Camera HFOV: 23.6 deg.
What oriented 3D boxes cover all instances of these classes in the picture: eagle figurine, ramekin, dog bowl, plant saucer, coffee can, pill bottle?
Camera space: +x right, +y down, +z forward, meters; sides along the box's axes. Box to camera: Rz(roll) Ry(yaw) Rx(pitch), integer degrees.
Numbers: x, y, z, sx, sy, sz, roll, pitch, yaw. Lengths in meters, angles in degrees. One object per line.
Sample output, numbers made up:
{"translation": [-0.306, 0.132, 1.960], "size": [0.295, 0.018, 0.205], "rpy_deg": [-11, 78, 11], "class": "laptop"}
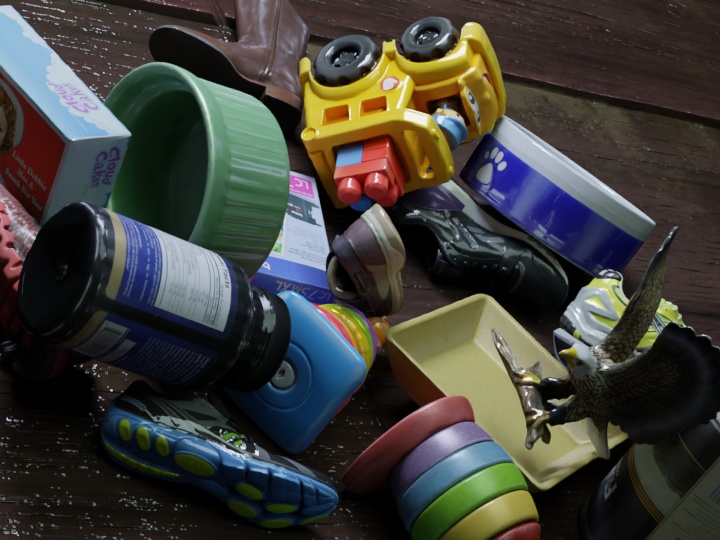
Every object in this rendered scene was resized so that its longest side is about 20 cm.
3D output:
{"translation": [0.219, 0.077, 1.463], "size": [0.152, 0.200, 0.151], "rpy_deg": [59, 20, -1], "class": "eagle figurine"}
{"translation": [-0.150, -0.072, 1.485], "size": [0.098, 0.200, 0.200], "rpy_deg": [8, 41, -41], "class": "ramekin"}
{"translation": [0.204, -0.074, 1.789], "size": [0.200, 0.079, 0.200], "rpy_deg": [34, 9, -6], "class": "dog bowl"}
{"translation": [0.127, 0.120, 1.574], "size": [0.200, 0.048, 0.200], "rpy_deg": [44, 29, 17], "class": "plant saucer"}
{"translation": [0.306, 0.187, 1.515], "size": [0.146, 0.200, 0.146], "rpy_deg": [21, 36, -17], "class": "coffee can"}
{"translation": [-0.155, 0.029, 1.341], "size": [0.200, 0.112, 0.112], "rpy_deg": [23, 33, -38], "class": "pill bottle"}

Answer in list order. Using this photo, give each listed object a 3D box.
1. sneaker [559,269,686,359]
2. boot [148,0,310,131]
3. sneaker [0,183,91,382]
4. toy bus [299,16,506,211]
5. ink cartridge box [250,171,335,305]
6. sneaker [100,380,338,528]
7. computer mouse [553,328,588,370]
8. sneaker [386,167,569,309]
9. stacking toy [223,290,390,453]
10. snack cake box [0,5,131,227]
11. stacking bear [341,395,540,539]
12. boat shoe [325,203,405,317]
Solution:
{"translation": [0.288, 0.072, 1.609], "size": [0.200, 0.076, 0.075], "rpy_deg": [30, 3, -7], "class": "sneaker"}
{"translation": [-0.134, -0.251, 1.819], "size": [0.186, 0.064, 0.200], "rpy_deg": [32, 36, -24], "class": "boot"}
{"translation": [-0.265, 0.003, 1.409], "size": [0.098, 0.071, 0.201], "rpy_deg": [-6, 52, -41], "class": "sneaker"}
{"translation": [0.040, -0.137, 1.700], "size": [0.200, 0.136, 0.192], "rpy_deg": [-12, 42, 15], "class": "toy bus"}
{"translation": [-0.088, -0.026, 1.609], "size": [0.119, 0.042, 0.200], "rpy_deg": [15, 41, -24], "class": "ink cartridge box"}
{"translation": [-0.105, 0.141, 1.365], "size": [0.199, 0.071, 0.083], "rpy_deg": [24, 42, -7], "class": "sneaker"}
{"translation": [0.250, 0.116, 1.656], "size": [0.110, 0.044, 0.200], "rpy_deg": [25, 6, -38], "class": "computer mouse"}
{"translation": [0.112, -0.011, 1.734], "size": [0.200, 0.076, 0.088], "rpy_deg": [36, 52, 8], "class": "sneaker"}
{"translation": [-0.024, 0.068, 1.506], "size": [0.110, 0.116, 0.200], "rpy_deg": [45, 25, 12], "class": "stacking toy"}
{"translation": [-0.291, -0.128, 1.487], "size": [0.067, 0.115, 0.200], "rpy_deg": [-11, 47, -45], "class": "snack cake box"}
{"translation": [0.097, 0.213, 1.410], "size": [0.121, 0.114, 0.200], "rpy_deg": [-11, 58, -44], "class": "stacking bear"}
{"translation": [0.000, 0.000, 1.546], "size": [0.065, 0.200, 0.072], "rpy_deg": [-23, 75, -8], "class": "boat shoe"}
